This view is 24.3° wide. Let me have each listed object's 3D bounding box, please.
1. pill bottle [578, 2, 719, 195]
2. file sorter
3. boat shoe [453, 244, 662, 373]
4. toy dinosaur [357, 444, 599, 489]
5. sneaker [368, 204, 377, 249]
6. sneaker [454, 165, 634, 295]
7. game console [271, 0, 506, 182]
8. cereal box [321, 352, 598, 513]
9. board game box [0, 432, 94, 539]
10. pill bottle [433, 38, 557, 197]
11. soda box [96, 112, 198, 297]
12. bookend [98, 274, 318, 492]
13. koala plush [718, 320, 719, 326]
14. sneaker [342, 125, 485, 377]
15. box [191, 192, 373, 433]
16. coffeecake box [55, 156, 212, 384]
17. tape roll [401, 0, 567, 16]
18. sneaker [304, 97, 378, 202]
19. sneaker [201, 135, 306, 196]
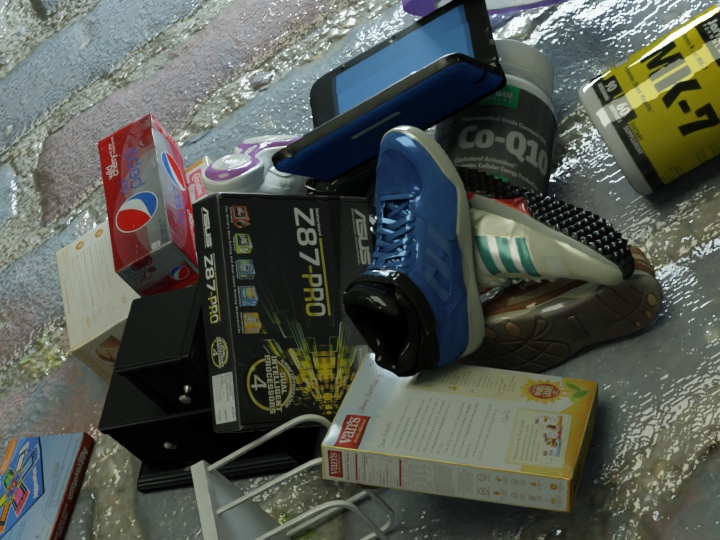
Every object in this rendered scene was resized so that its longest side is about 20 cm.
[{"bbox_3d":[0.301,-0.161,1.447,0.200,0.114,0.114,-31,43,12],"label":"pill bottle"},{"bbox_3d":[-0.036,0.238,1.355,0.124,0.139,0.200,-30,44,12],"label":"file sorter"},{"bbox_3d":[0.161,0.033,1.432,0.200,0.076,0.072,-17,41,16],"label":"boat shoe"},{"bbox_3d":[0.085,0.155,1.389,0.200,0.060,0.106,-9,31,-11],"label":"toy dinosaur"},{"bbox_3d":[0.000,0.000,1.533,0.200,0.112,0.073,53,132,54],"label":"sneaker"},{"bbox_3d":[0.133,-0.015,1.400,0.200,0.070,0.093,24,114,23],"label":"sneaker"},{"bbox_3d":[0.017,-0.175,1.506,0.200,0.171,0.118,-28,76,21],"label":"game console"},{"bbox_3d":[0.082,0.127,1.339,0.200,0.040,0.144,6,30,15],"label":"cereal box"},{"bbox_3d":[-0.334,0.255,1.651,0.103,0.019,0.200,-7,53,31],"label":"board game box"},{"bbox_3d":[0.121,-0.108,1.538,0.113,0.113,0.200,-11,51,30],"label":"pill bottle"},{"bbox_3d":[-0.212,-0.064,1.677,0.070,0.063,0.200,-28,44,13],"label":"soda box"},{"bbox_3d":[-0.169,0.106,1.516,0.199,0.200,0.092,-11,50,29],"label":"bookend"},{"bbox_3d":[0.367,-0.023,1.261,0.200,0.184,0.177,-13,48,44],"label":"koala plush"},{"bbox_3d":[0.032,-0.012,1.356,0.077,0.200,0.111,-2,14,44],"label":"sneaker"},{"bbox_3d":[-0.058,0.036,1.433,0.049,0.161,0.200,-17,76,50],"label":"box"},{"bbox_3d":[-0.208,-0.001,1.724,0.200,0.073,0.154,-31,44,12],"label":"coffeecake box"},{"bbox_3d":[0.136,-0.297,1.617,0.200,0.200,0.066,-8,88,32],"label":"tape roll"},{"bbox_3d":[-0.027,-0.111,1.653,0.076,0.114,0.199,23,74,47],"label":"sneaker"},{"bbox_3d":[-0.100,-0.079,1.679,0.075,0.100,0.200,0,18,25],"label":"sneaker"}]
